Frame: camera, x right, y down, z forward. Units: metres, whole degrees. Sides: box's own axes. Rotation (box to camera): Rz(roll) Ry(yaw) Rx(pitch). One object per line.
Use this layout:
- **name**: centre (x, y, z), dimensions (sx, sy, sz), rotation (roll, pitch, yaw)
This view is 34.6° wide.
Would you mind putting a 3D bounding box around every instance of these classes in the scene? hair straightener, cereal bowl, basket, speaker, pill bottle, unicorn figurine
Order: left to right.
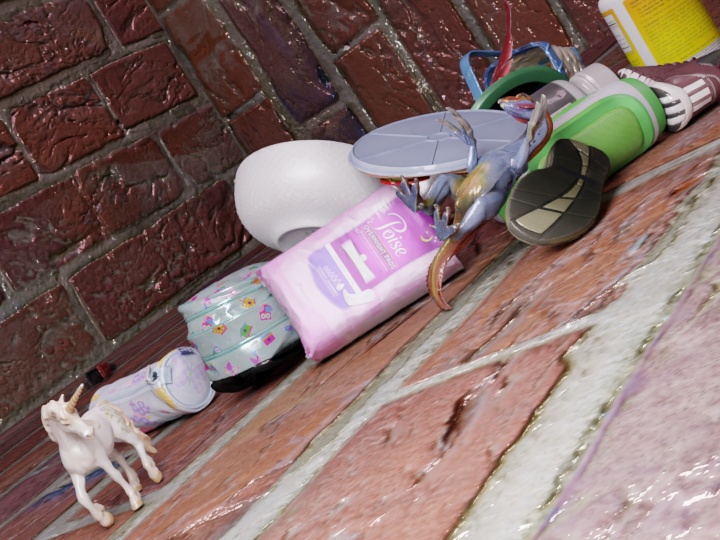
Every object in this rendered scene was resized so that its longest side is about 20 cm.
- **hair straightener**: centre (-0.623, 0.243, 2.724), dimensions (0.077, 0.041, 0.200), rotation (-33, 7, 0)
- **unicorn figurine**: centre (-0.259, 0.175, 1.138), dimensions (0.074, 0.138, 0.200), rotation (-33, 7, -6)
- **cereal bowl**: centre (-0.051, -0.067, 1.352), dimensions (0.200, 0.200, 0.084), rotation (-26, 53, 45)
- **basket**: centre (0.233, -0.223, 1.588), dimensions (0.200, 0.177, 0.139), rotation (-13, -9, -45)
- **pill bottle**: centre (0.222, -0.154, 1.376), dimensions (0.200, 0.114, 0.114), rotation (-34, 7, -7)
- **speaker**: centre (0.232, -0.127, 1.253), dimensions (0.200, 0.089, 0.088), rotation (-35, 7, -13)
- **pill bottle**: centre (0.366, -0.306, 1.419), dimensions (0.109, 0.200, 0.109), rotation (-32, 7, 5)

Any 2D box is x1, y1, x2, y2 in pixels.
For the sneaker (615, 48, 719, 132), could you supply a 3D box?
- **sneaker**: centre (0.374, -0.214, 1.331), dimensions (0.115, 0.076, 0.200), rotation (-27, 17, 2)

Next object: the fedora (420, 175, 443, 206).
- **fedora**: centre (0.083, -0.126, 1.618), dimensions (0.200, 0.090, 0.177), rotation (-58, 0, 8)

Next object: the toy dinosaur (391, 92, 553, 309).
- **toy dinosaur**: centre (0.119, -0.094, 1.132), dimensions (0.181, 0.200, 0.105), rotation (-26, 45, -36)

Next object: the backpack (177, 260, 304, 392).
- **backpack**: centre (-0.124, 0.059, 1.363), dimensions (0.167, 0.127, 0.200), rotation (-31, 2, 27)

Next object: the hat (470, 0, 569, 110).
- **hat**: centre (0.178, -0.212, 1.504), dimensions (0.200, 0.166, 0.176), rotation (-35, 35, -6)

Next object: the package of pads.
- **package of pads**: centre (0.000, 0.000, 1.258), dimensions (0.200, 0.121, 0.076), rotation (-33, -14, -1)

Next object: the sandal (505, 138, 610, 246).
- **sandal**: centre (0.195, -0.068, 1.128), dimensions (0.201, 0.080, 0.057), rotation (-44, -19, -54)

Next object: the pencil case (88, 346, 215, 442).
- **pencil case**: centre (-0.272, 0.164, 1.501), dimensions (0.091, 0.083, 0.200), rotation (-9, -13, -43)

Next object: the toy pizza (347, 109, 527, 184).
- **toy pizza**: centre (0.086, -0.130, 1.246), dimensions (0.200, 0.032, 0.200), rotation (-9, 22, 4)
